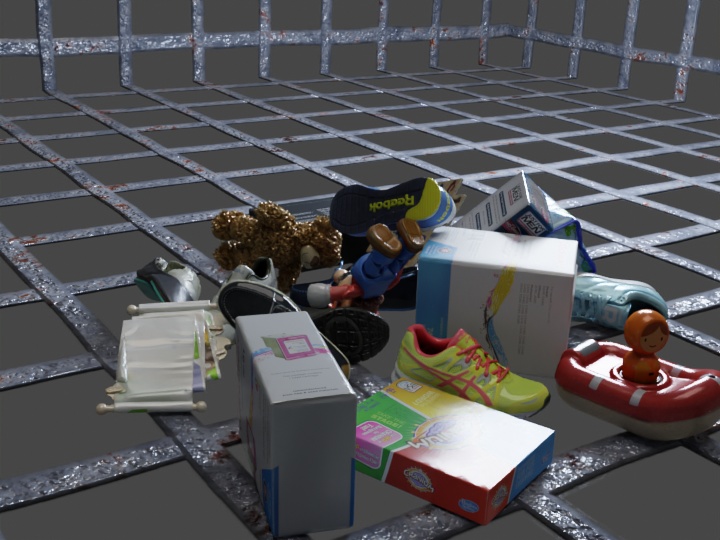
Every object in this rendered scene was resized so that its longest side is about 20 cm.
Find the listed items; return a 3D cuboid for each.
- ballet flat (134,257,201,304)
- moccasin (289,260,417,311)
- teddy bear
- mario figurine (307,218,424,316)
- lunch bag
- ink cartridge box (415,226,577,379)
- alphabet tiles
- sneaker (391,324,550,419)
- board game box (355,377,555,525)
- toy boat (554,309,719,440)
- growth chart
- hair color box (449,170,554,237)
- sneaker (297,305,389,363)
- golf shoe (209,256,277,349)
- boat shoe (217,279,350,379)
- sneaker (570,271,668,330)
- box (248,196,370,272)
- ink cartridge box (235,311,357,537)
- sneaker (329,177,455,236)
[{"bbox_3d":[-0.264,0.020,1.377,0.072,0.074,0.200,-7,14,-25],"label":"ballet flat"},{"bbox_3d":[-0.006,0.019,1.445,0.198,0.069,0.081,-3,20,-11],"label":"moccasin"},{"bbox_3d":[-0.128,-0.035,1.449,0.198,0.146,0.067,19,23,2],"label":"teddy bear"},{"bbox_3d":[0.000,0.000,1.329,0.122,0.200,0.107,19,44,-17],"label":"mario figurine"},{"bbox_3d":[0.232,-0.017,1.500,0.199,0.128,0.170,-26,23,-2],"label":"lunch bag"},{"bbox_3d":[0.182,0.038,1.303,0.198,0.148,0.147,6,20,12],"label":"ink cartridge box"},{"bbox_3d":[0.084,-0.071,1.533,0.006,0.167,0.199,39,-19,-24],"label":"alphabet tiles"},{"bbox_3d":[0.129,0.118,1.164,0.198,0.091,0.078,13,20,22],"label":"sneaker"},{"bbox_3d":[0.084,0.185,1.045,0.199,0.041,0.153,16,24,32],"label":"board game box"},{"bbox_3d":[0.332,0.110,1.151,0.199,0.132,0.130,19,26,39],"label":"toy boat"},{"bbox_3d":[-0.230,0.101,1.188,0.143,0.018,0.201,4,39,-4],"label":"growth chart"},{"bbox_3d":[0.179,-0.043,1.415,0.060,0.200,0.100,41,26,-22],"label":"hair color box"},{"bbox_3d":[-0.061,0.075,1.289,0.198,0.077,0.091,2,14,-8],"label":"sneaker"},{"bbox_3d":[-0.178,0.042,1.324,0.078,0.098,0.200,13,24,22],"label":"golf shoe"},{"bbox_3d":[-0.098,0.077,1.191,0.199,0.075,0.062,38,6,17],"label":"boat shoe"},{"bbox_3d":[0.348,0.048,1.409,0.198,0.075,0.082,-1,17,-7],"label":"sneaker"},{"bbox_3d":[-0.070,-0.063,1.650,0.198,0.080,0.141,-10,27,-31],"label":"box"},{"bbox_3d":[-0.069,0.145,0.982,0.084,0.146,0.200,-4,21,-14],"label":"ink cartridge box"},{"bbox_3d":[0.044,-0.081,1.370,0.198,0.075,0.082,0,-9,37],"label":"sneaker"}]
